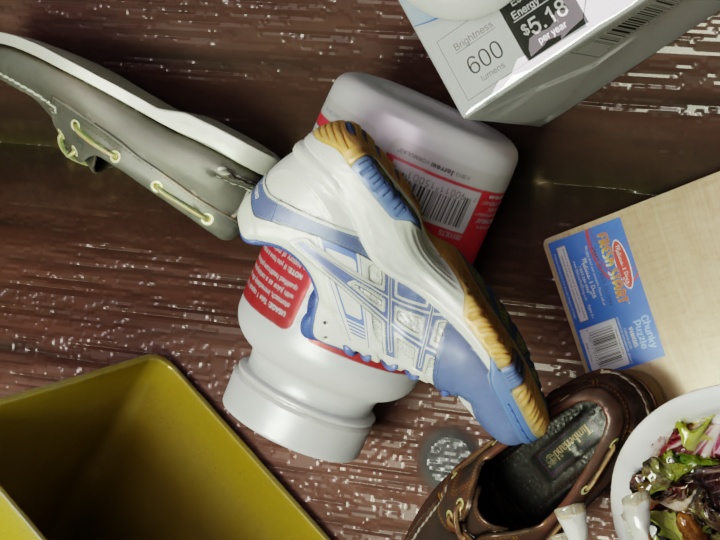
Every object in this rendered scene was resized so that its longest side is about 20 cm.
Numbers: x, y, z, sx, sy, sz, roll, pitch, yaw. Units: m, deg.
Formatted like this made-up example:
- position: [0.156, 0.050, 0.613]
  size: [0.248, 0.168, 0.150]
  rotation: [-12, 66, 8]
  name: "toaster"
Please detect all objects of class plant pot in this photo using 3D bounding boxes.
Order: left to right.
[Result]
- position: [-0.154, 0.194, 1.264]
  size: [0.200, 0.200, 0.177]
  rotation: [46, 118, 17]
  name: "plant pot"

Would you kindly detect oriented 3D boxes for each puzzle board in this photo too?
- position: [0.198, 0.051, 1.191]
  size: [0.150, 0.017, 0.200]
  rotation: [-22, 81, 24]
  name: "puzzle board"

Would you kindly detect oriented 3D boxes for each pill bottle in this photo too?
- position: [0.000, 0.000, 1.228]
  size: [0.112, 0.112, 0.200]
  rotation: [29, 101, 22]
  name: "pill bottle"

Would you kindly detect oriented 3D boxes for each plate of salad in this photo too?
- position: [0.218, 0.145, 1.123]
  size: [0.200, 0.048, 0.200]
  rotation: [17, 130, 21]
  name: "plate of salad"

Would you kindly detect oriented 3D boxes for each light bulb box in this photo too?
- position: [0.107, -0.212, 1.172]
  size: [0.198, 0.125, 0.200]
  rotation: [-33, 78, 21]
  name: "light bulb box"

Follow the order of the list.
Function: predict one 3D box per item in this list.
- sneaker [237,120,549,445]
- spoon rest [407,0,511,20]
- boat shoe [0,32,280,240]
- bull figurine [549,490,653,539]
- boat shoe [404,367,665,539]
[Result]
- position: [0.017, 0.020, 1.147]
  size: [0.088, 0.075, 0.200]
  rotation: [-36, 99, 10]
  name: "sneaker"
- position: [0.077, -0.213, 1.094]
  size: [0.099, 0.061, 0.200]
  rotation: [47, 120, 18]
  name: "spoon rest"
- position: [-0.146, -0.084, 1.316]
  size: [0.201, 0.072, 0.060]
  rotation: [26, 96, 18]
  name: "boat shoe"
- position: [0.134, 0.173, 1.063]
  size: [0.065, 0.200, 0.122]
  rotation: [-13, 76, -4]
  name: "bull figurine"
- position: [0.080, 0.125, 1.207]
  size: [0.070, 0.070, 0.200]
  rotation: [48, 116, 14]
  name: "boat shoe"
